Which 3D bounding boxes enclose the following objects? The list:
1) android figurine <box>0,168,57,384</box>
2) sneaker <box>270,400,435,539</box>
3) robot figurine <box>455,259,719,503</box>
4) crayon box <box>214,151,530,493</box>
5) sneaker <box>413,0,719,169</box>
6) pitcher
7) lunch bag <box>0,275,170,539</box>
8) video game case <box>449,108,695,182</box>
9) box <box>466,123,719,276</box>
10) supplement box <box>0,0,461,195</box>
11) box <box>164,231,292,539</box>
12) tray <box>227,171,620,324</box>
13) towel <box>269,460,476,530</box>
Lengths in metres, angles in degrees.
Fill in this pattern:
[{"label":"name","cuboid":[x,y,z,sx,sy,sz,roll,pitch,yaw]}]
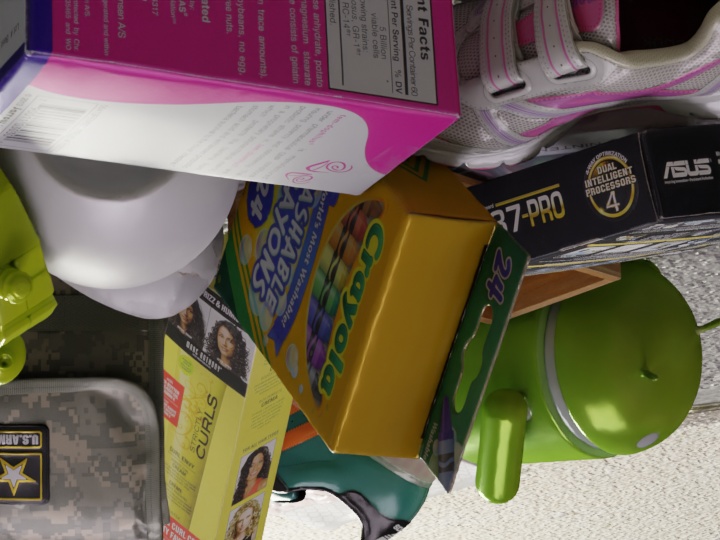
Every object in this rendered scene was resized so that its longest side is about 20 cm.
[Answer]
[{"label":"android figurine","cuboid":[-0.204,-0.030,1.358,0.041,0.182,0.200,-32,-154,-20]},{"label":"sneaker","cuboid":[-0.051,0.093,1.733,0.200,0.080,0.071,32,-175,11]},{"label":"robot figurine","cuboid":[0.112,0.053,1.692,0.200,0.116,0.175,-8,-158,42]},{"label":"crayon box","cuboid":[0.000,0.000,1.369,0.051,0.126,0.200,6,-156,-28]},{"label":"sneaker","cuboid":[0.093,-0.107,1.317,0.199,0.082,0.088,-13,157,7]},{"label":"pitcher","cuboid":[-0.143,-0.054,1.393,0.171,0.122,0.200,19,166,0]},{"label":"lunch bag","cuboid":[-0.184,0.059,1.564,0.163,0.201,0.118,-1,162,-3]},{"label":"video game case","cuboid":[0.095,-0.044,1.573,0.181,0.023,0.200,-5,161,9]},{"label":"box","cuboid":[0.145,-0.034,1.411,0.200,0.049,0.161,-8,172,-44]},{"label":"supplement box","cuboid":[-0.068,-0.104,1.250,0.199,0.104,0.101,8,158,-26]},{"label":"box","cuboid":[-0.082,0.081,1.676,0.050,0.075,0.200,-27,144,-40]},{"label":"tray","cuboid":[0.036,-0.018,1.553,0.200,0.037,0.098,15,154,-42]},{"label":"towel","cuboid":[-0.022,0.144,2.100,0.200,0.032,0.191,-19,155,38]}]
